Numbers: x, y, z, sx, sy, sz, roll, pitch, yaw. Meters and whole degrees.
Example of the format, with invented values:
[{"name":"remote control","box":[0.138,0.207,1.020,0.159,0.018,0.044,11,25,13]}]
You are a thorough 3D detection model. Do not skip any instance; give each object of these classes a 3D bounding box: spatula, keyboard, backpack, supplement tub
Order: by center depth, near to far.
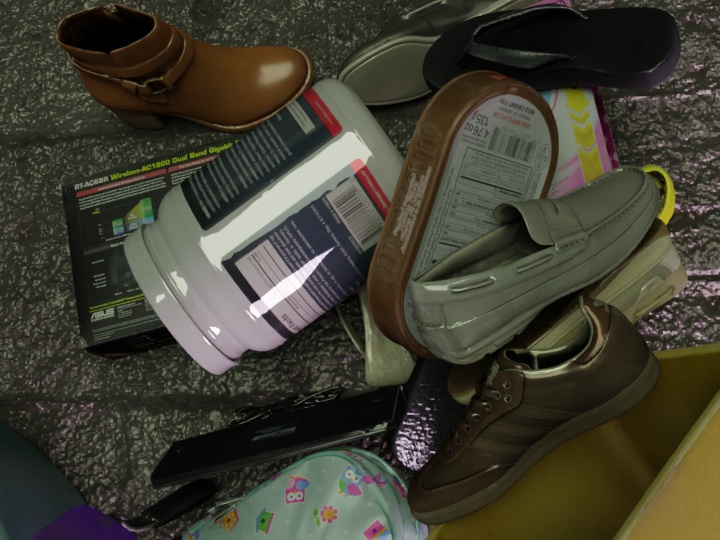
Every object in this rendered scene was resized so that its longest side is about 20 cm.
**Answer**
[{"name":"spatula","box":[-0.162,0.182,0.708,0.056,0.200,0.021,25,99,19]},{"name":"supplement tub","box":[-0.059,-0.031,0.714,0.199,0.140,0.141,-35,72,1]},{"name":"backpack","box":[-0.041,0.222,0.715,0.199,0.127,0.168,-34,73,2]},{"name":"keyboard","box":[-0.060,0.124,0.750,0.197,0.127,0.021,-15,102,10]}]

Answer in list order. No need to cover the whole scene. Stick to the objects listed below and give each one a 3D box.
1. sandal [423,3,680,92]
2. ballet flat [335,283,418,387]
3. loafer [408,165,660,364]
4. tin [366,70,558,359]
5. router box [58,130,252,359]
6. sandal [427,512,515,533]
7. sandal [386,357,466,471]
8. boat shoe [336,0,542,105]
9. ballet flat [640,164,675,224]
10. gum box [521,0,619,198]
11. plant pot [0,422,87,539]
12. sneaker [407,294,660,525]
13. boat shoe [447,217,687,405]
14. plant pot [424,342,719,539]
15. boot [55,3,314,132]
[{"name":"sandal","box":[0.136,-0.172,0.725,0.197,0.043,0.077,0,66,31]},{"name":"ballet flat","box":[0.000,0.000,0.806,0.062,0.067,0.203,-22,71,16]},{"name":"loafer","box":[0.117,-0.017,0.636,0.199,0.070,0.070,-35,29,-18]},{"name":"tin","box":[0.072,-0.035,0.666,0.042,0.111,0.203,32,108,55]},{"name":"router box","box":[-0.150,-0.022,0.834,0.197,0.062,0.152,-14,74,5]},{"name":"sandal","box":[0.106,0.175,0.736,0.077,0.070,0.212,38,84,16]},{"name":"sandal","box":[0.075,0.061,0.758,0.075,0.043,0.202,26,102,-19]},{"name":"boat shoe","box":[0.067,-0.206,0.856,0.198,0.067,0.057,-24,46,-2]},{"name":"ballet flat","box":[0.183,-0.007,0.775,0.067,0.067,0.200,40,84,13]},{"name":"gum box","box":[0.137,-0.121,0.778,0.112,0.066,0.203,-18,57,21]},{"name":"plant pot","box":[-0.321,0.215,0.738,0.194,0.197,0.201,-33,64,-1]},{"name":"sneaker","box":[0.100,0.091,0.653,0.199,0.071,0.076,-37,99,14]},{"name":"boat shoe","box":[0.155,0.044,0.709,0.199,0.072,0.065,-38,110,-4]},{"name":"plant pot","box":[0.199,0.194,0.637,0.195,0.194,0.201,-42,100,-26]},{"name":"boot","box":[-0.148,-0.184,0.830,0.196,0.155,0.078,-2,74,8]}]
